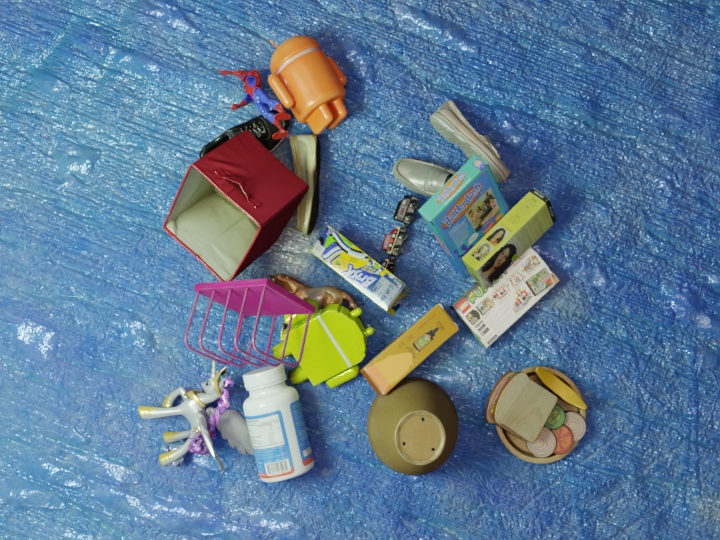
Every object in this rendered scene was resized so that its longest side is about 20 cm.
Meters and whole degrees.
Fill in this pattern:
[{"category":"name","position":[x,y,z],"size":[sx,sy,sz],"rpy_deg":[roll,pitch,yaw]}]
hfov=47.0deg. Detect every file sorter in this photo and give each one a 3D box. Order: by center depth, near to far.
[{"category":"file sorter","position":[-0.208,0.104,1.526],"size":[0.197,0.138,0.128],"rpy_deg":[-4,65,40]}]

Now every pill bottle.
[{"category":"pill bottle","position":[-0.162,0.288,1.578],"size":[0.110,0.112,0.205],"rpy_deg":[-13,90,-1]}]

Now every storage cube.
[{"category":"storage cube","position":[-0.230,-0.120,1.549],"size":[0.170,0.180,0.201],"rpy_deg":[40,130,3]}]

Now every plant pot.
[{"category":"plant pot","position":[0.105,0.299,1.542],"size":[0.182,0.200,0.191],"rpy_deg":[0,85,-1]}]

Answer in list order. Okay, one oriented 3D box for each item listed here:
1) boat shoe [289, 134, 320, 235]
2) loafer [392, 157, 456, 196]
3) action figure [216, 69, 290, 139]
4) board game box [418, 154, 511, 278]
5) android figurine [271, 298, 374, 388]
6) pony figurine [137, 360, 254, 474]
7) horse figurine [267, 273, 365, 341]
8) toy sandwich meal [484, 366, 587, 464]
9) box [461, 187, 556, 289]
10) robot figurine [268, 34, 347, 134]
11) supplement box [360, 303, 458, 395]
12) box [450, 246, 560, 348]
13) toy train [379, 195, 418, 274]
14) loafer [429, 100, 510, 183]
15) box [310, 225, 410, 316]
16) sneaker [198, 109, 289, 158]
[{"category":"boat shoe","position":[-0.116,-0.170,1.643],"size":[0.062,0.073,0.206],"rpy_deg":[1,83,7]},{"category":"loafer","position":[0.158,-0.176,1.641],"size":[0.196,0.070,0.071],"rpy_deg":[19,84,1]},{"category":"action figure","position":[-0.218,-0.334,1.616],"size":[0.097,0.066,0.201],"rpy_deg":[-9,45,-26]},{"category":"board game box","position":[0.210,-0.099,1.582],"size":[0.152,0.201,0.045],"rpy_deg":[-43,47,-4]},{"category":"android figurine","position":[-0.069,0.141,1.597],"size":[0.198,0.041,0.184],"rpy_deg":[-31,105,16]},{"category":"pony figurine","position":[-0.302,0.293,1.576],"size":[0.197,0.166,0.196],"rpy_deg":[-27,85,16]},{"category":"horse figurine","position":[-0.086,0.076,1.633],"size":[0.195,0.050,0.136],"rpy_deg":[2,91,2]},{"category":"toy sandwich meal","position":[0.347,0.277,1.607],"size":[0.200,0.070,0.211],"rpy_deg":[0,86,0]},{"category":"box","position":[0.290,-0.061,1.605],"size":[0.200,0.075,0.050],"rpy_deg":[-45,50,-4]},{"category":"robot figurine","position":[-0.103,-0.374,1.636],"size":[0.142,0.117,0.203],"rpy_deg":[-30,87,0]},{"category":"supplement box","position":[0.095,0.153,1.604],"size":[0.199,0.069,0.067],"rpy_deg":[-39,87,-11]},{"category":"box","position":[0.287,0.046,1.643],"size":[0.199,0.035,0.111],"rpy_deg":[-41,87,-3]},{"category":"toy train","position":[0.066,-0.055,1.651],"size":[0.045,0.034,0.204],"rpy_deg":[19,85,5]},{"category":"loafer","position":[0.229,-0.260,1.652],"size":[0.199,0.072,0.063],"rpy_deg":[42,79,6]},{"category":"box","position":[0.000,0.000,1.606],"size":[0.199,0.070,0.065],"rpy_deg":[38,89,17]},{"category":"sneaker","position":[-0.228,-0.256,1.638],"size":[0.198,0.088,0.077],"rpy_deg":[-33,86,-3]}]
